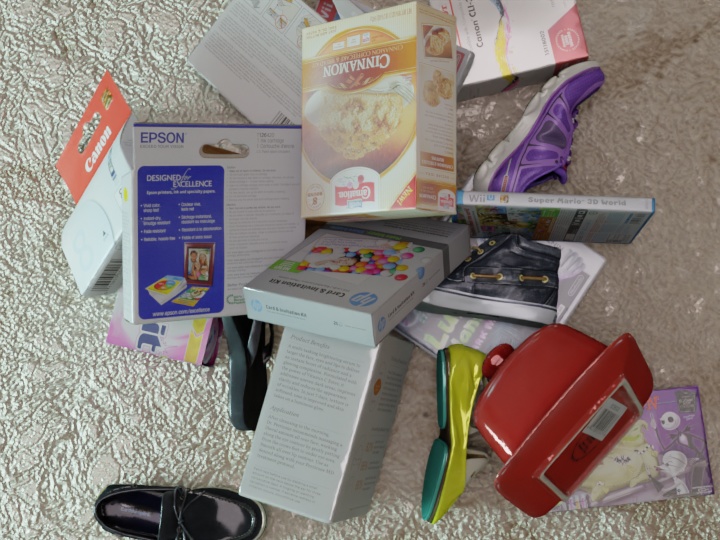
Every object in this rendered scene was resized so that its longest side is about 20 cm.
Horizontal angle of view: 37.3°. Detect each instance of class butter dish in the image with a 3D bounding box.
[{"bbox_3d":[0.187,0.132,1.101,0.200,0.200,0.148,-48,58,-1],"label":"butter dish"}]

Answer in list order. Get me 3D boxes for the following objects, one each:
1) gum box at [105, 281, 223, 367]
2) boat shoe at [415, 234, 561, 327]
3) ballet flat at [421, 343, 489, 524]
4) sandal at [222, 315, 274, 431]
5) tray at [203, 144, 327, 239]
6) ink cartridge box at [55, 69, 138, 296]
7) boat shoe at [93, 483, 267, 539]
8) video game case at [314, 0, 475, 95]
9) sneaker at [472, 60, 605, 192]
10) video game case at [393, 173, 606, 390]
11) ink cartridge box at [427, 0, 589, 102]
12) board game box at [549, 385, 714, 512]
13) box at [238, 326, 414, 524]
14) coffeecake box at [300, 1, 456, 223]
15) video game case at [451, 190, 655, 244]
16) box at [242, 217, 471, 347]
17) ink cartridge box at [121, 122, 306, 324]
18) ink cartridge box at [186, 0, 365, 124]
[{"bbox_3d":[-0.203,-0.001,1.213,0.113,0.066,0.201,12,85,7],"label":"gum box"},{"bbox_3d":[0.119,0.003,1.165,0.199,0.071,0.091,9,81,0],"label":"boat shoe"},{"bbox_3d":[0.110,0.181,1.163,0.067,0.067,0.201,5,94,-8],"label":"ballet flat"},{"bbox_3d":[-0.118,0.078,1.195,0.043,0.076,0.201,-3,94,25],"label":"sandal"},{"bbox_3d":[-0.113,-0.071,1.172,0.199,0.037,0.099,13,85,-31],"label":"tray"},{"bbox_3d":[-0.290,-0.098,1.174,0.160,0.047,0.200,-50,58,34],"label":"ink cartridge box"},{"bbox_3d":[-0.204,0.275,1.189,0.199,0.062,0.075,6,83,4],"label":"boat shoe"},{"bbox_3d":[0.014,-0.216,1.202,0.200,0.017,0.143,28,102,21],"label":"video game case"},{"bbox_3d":[0.209,-0.142,1.181,0.083,0.081,0.200,37,88,11],"label":"sneaker"},{"bbox_3d":[0.147,0.021,1.202,0.182,0.023,0.200,34,88,8],"label":"video game case"},{"bbox_3d":[0.145,-0.264,1.208,0.199,0.067,0.117,-14,84,4],"label":"ink cartridge box"},{"bbox_3d":[0.278,0.197,1.171,0.199,0.032,0.121,-8,79,4],"label":"board game box"},{"bbox_3d":[-0.032,0.152,1.134,0.106,0.152,0.201,14,85,17],"label":"box"},{"bbox_3d":[0.017,-0.153,1.083,0.153,0.073,0.201,-2,87,40],"label":"coffeecake box"},{"bbox_3d":[0.196,-0.055,1.123,0.199,0.143,0.018,2,79,5],"label":"video game case"},{"bbox_3d":[0.000,0.000,1.094,0.155,0.200,0.041,11,124,32],"label":"box"},{"bbox_3d":[-0.148,-0.051,1.100,0.197,0.047,0.201,-3,99,-32],"label":"ink cartridge box"},{"bbox_3d":[-0.074,-0.242,1.206,0.200,0.045,0.176,44,101,17],"label":"ink cartridge box"}]
